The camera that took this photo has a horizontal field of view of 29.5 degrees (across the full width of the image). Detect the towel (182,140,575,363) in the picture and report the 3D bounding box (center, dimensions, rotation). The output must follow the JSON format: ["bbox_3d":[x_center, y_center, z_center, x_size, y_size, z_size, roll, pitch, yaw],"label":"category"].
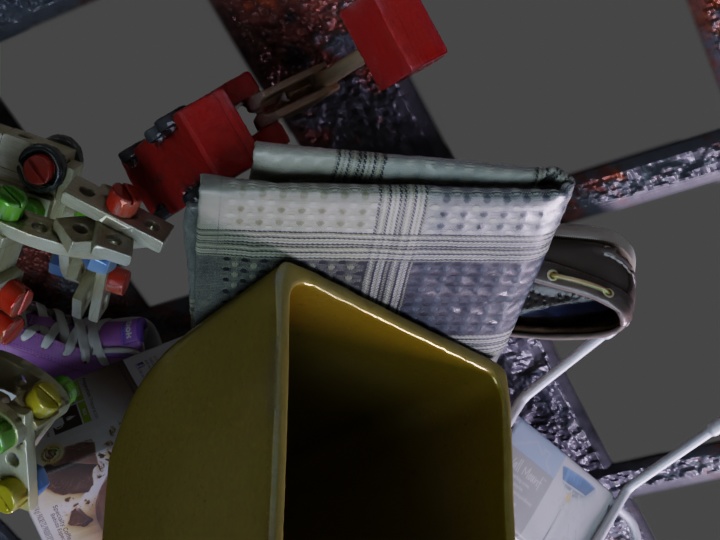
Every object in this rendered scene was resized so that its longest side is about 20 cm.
[{"bbox_3d":[0.000,0.000,0.762,0.198,0.035,0.193,0,147,-9],"label":"towel"}]

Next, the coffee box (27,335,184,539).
[{"bbox_3d":[-0.124,0.117,0.911,0.199,0.080,0.114,-22,129,-11],"label":"coffee box"}]

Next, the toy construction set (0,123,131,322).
[{"bbox_3d":[-0.237,-0.032,0.856,0.198,0.092,0.132,15,106,-12],"label":"toy construction set"}]

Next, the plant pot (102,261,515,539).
[{"bbox_3d":[-0.046,0.143,0.783,0.199,0.197,0.194,-24,143,38],"label":"plant pot"}]

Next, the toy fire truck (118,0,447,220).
[{"bbox_3d":[-0.050,-0.091,0.768,0.049,0.141,0.200,60,158,-6],"label":"toy fire truck"}]

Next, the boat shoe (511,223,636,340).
[{"bbox_3d":[0.072,0.010,0.856,0.198,0.060,0.072,2,130,9],"label":"boat shoe"}]

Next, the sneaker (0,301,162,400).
[{"bbox_3d":[-0.208,0.042,0.936,0.114,0.073,0.200,-33,124,24],"label":"sneaker"}]

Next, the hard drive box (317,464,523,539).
[{"bbox_3d":[0.006,0.217,0.984,0.155,0.077,0.200,-1,140,-36],"label":"hard drive box"}]

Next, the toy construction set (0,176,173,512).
[{"bbox_3d":[-0.198,0.026,0.784,0.131,0.092,0.201,35,107,13],"label":"toy construction set"}]

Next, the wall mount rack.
[{"bbox_3d":[0.153,0.132,0.919,0.200,0.174,0.074,40,165,-23],"label":"wall mount rack"}]
